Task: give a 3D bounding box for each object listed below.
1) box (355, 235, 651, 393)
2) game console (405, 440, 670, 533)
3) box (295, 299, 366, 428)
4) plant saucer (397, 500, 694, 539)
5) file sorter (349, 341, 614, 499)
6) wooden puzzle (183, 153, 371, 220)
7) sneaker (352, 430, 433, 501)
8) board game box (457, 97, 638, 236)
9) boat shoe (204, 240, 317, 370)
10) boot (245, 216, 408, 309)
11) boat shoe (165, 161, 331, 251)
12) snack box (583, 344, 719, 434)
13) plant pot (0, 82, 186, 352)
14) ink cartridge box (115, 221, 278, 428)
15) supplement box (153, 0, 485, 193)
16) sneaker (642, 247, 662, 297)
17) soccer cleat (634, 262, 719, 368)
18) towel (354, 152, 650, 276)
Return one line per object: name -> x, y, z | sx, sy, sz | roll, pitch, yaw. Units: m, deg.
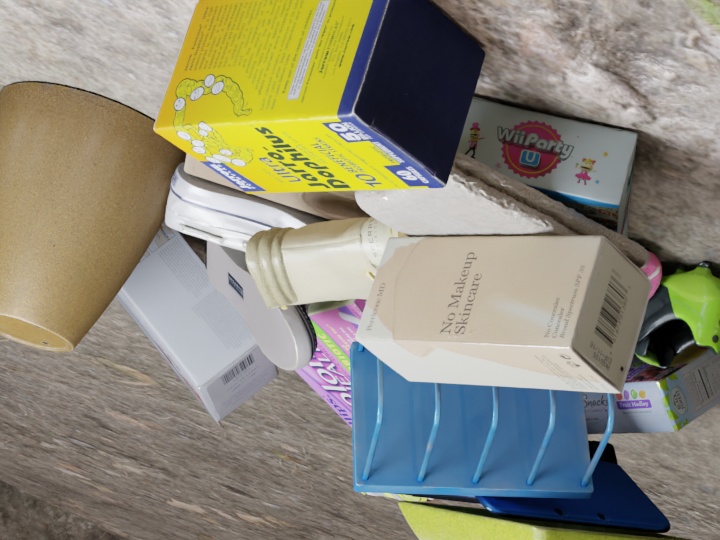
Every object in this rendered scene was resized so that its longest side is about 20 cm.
box -> 0.104, 0.031, 1.372 | 0.199, 0.095, 0.078 | -1, 152, 40
game console -> 0.142, 0.208, 1.653 | 0.199, 0.119, 0.171 | 11, 143, -29
box -> 0.028, 0.071, 1.774 | 0.176, 0.097, 0.200 | 46, 153, -15
plant saucer -> 0.162, 0.239, 1.601 | 0.199, 0.048, 0.200 | 11, 174, -34
file sorter -> 0.097, 0.095, 1.522 | 0.199, 0.139, 0.123 | 2, 145, -6
wooden puzzle -> -0.050, -0.093, 1.544 | 0.184, 0.047, 0.200 | 18, 167, -4
sneaker -> 0.038, 0.153, 1.723 | 0.076, 0.076, 0.200 | 13, 153, 12
board game box -> 0.135, -0.056, 1.445 | 0.147, 0.065, 0.200 | 14, 161, 11
boat shoe -> -0.065, 0.015, 1.694 | 0.092, 0.075, 0.200 | -14, -142, -24
boot -> 0.000, 0.000, 1.574 | 0.155, 0.073, 0.200 | -9, 166, 16
boat shoe -> -0.077, -0.034, 1.650 | 0.199, 0.072, 0.066 | 16, 119, -7
snack box -> 0.252, 0.098, 1.682 | 0.142, 0.053, 0.200 | -26, -171, -34
plant pot -> -0.266, -0.036, 1.658 | 0.185, 0.201, 0.186 | 14, 162, 5
ink cartridge box -> -0.176, 0.042, 1.842 | 0.200, 0.084, 0.176 | 50, 170, 16
supplement box -> -0.031, -0.126, 1.311 | 0.199, 0.110, 0.109 | 1, 156, 43
sneaker -> 0.169, 0.010, 1.609 | 0.199, 0.088, 0.074 | -24, 127, 31
soccer cleat -> 0.242, 0.043, 1.611 | 0.067, 0.081, 0.200 | 27, 160, -28
towel -> 0.108, -0.031, 1.390 | 0.199, 0.035, 0.132 | 26, 158, -23
